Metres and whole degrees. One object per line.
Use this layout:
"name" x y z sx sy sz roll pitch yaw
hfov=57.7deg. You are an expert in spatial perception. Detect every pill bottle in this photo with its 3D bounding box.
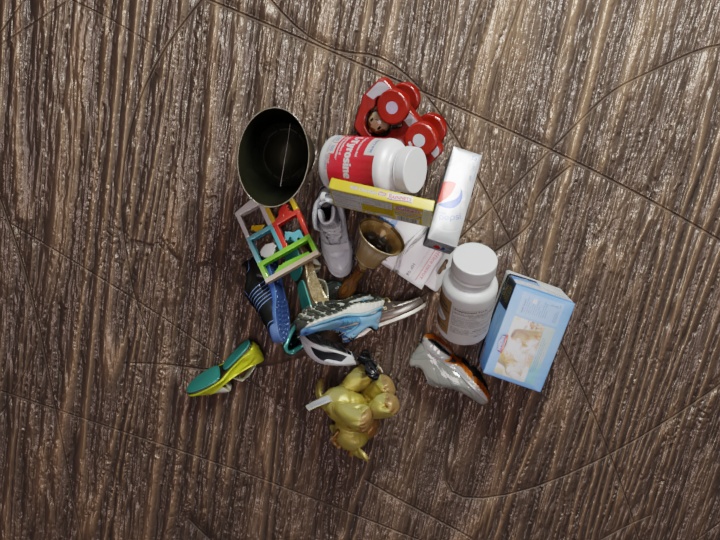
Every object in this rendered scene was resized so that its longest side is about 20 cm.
"pill bottle" 0.219 0.047 1.329 0.112 0.115 0.202 4 135 3
"pill bottle" 0.024 -0.202 1.273 0.198 0.112 0.114 11 105 35

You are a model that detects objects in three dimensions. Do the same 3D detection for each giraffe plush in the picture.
"giraffe plush" -0.012 0.329 1.438 0.197 0.173 0.164 -12 123 -4

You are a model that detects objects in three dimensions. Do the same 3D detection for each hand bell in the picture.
"hand bell" 0.000 0.000 1.342 0.103 0.105 0.201 30 126 -3

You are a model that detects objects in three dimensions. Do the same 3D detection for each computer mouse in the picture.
"computer mouse" -0.049 0.182 1.385 0.198 0.110 0.044 22 101 -27

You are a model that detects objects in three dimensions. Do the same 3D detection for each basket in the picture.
"basket" -0.155 -0.228 1.293 0.134 0.200 0.183 10 103 1

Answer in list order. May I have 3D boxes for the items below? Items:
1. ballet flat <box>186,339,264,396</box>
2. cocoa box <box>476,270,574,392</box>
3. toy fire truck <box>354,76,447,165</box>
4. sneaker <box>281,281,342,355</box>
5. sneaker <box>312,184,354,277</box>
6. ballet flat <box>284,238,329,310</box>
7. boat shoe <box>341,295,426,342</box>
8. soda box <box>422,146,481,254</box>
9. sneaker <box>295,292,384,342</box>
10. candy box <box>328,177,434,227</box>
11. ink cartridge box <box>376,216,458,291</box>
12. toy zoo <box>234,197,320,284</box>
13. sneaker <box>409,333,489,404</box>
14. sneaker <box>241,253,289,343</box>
"ballet flat" -0.300 0.236 1.476 0.199 0.067 0.067 -37 119 9
"cocoa box" 0.341 0.125 1.370 0.131 0.131 0.203 18 103 0
"toy fire truck" 0.069 -0.276 1.325 0.200 0.112 0.168 47 119 -5
"sneaker" -0.101 0.112 1.418 0.077 0.091 0.201 38 102 -6
"sneaker" -0.060 -0.075 1.363 0.074 0.115 0.203 -7 101 6
"ballet flat" -0.110 0.016 1.395 0.064 0.071 0.203 -2 63 -33
"boat shoe" 0.043 0.093 1.416 0.197 0.072 0.060 -23 84 0
"soda box" 0.185 -0.141 1.320 0.063 0.068 0.203 17 80 0
"sneaker" -0.037 0.109 1.319 0.197 0.078 0.091 -9 108 -27
"candy box" 0.041 -0.128 1.240 0.197 0.102 0.027 14 76 6
"ink cartridge box" 0.111 -0.045 1.383 0.198 0.067 0.117 32 101 -3
"toy zoo" -0.182 -0.091 1.379 0.130 0.020 0.202 -27 77 7
"sneaker" 0.194 0.233 1.441 0.200 0.076 0.092 42 109 2
"sneaker" -0.206 0.063 1.405 0.077 0.070 0.203 -17 72 17
